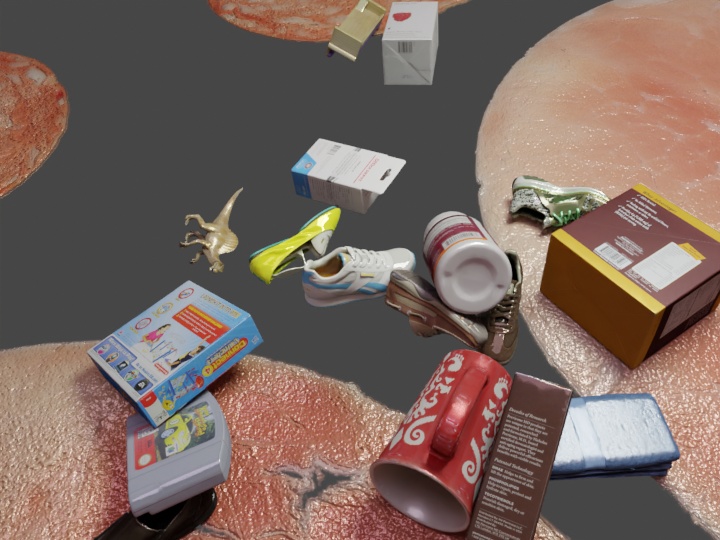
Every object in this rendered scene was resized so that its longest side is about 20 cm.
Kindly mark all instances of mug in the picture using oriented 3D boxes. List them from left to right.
[{"bbox_3d":[0.127,0.202,0.778,0.133,0.177,0.200,43,51,-6],"label":"mug"}]

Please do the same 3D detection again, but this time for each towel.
[{"bbox_3d":[0.303,0.221,0.816,0.199,0.049,0.112,-5,49,3],"label":"towel"}]

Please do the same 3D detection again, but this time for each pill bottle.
[{"bbox_3d":[0.159,-0.021,0.969,0.114,0.115,0.200,-6,21,0],"label":"pill bottle"}]

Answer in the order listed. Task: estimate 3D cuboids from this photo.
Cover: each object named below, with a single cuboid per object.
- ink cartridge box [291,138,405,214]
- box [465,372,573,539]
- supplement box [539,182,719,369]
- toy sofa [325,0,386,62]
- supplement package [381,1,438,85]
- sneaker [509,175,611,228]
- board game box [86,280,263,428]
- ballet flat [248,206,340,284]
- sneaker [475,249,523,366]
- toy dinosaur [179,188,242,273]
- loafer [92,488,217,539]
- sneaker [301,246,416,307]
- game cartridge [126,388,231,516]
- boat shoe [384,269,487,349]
[{"bbox_3d":[-0.020,-0.182,1.208,0.199,0.067,0.116,19,52,22],"label":"ink cartridge box"},{"bbox_3d":[0.192,0.232,0.729,0.075,0.100,0.201,17,77,22],"label":"box"},{"bbox_3d":[0.426,0.001,0.948,0.199,0.133,0.197,-28,50,-19],"label":"supplement box"},{"bbox_3d":[-0.011,-0.630,1.624,0.083,0.098,0.200,28,52,-2],"label":"toy sofa"},{"bbox_3d":[0.125,-0.560,1.506,0.121,0.120,0.201,3,47,10],"label":"supplement package"},{"bbox_3d":[0.359,-0.103,1.106,0.199,0.077,0.089,16,64,26],"label":"sneaker"},{"bbox_3d":[-0.283,0.116,0.929,0.196,0.056,0.200,-38,37,-27],"label":"board game box"},{"bbox_3d":[-0.104,-0.039,1.097,0.200,0.067,0.067,-33,73,-19],"label":"ballet flat"},{"bbox_3d":[0.217,0.052,0.961,0.070,0.076,0.201,7,48,11],"label":"sneaker"},{"bbox_3d":[-0.278,-0.069,1.151,0.101,0.058,0.201,9,55,-6],"label":"toy dinosaur"},{"bbox_3d":[-0.278,0.322,0.765,0.200,0.072,0.073,-36,53,-25],"label":"loafer"},{"bbox_3d":[0.000,0.000,1.029,0.199,0.081,0.077,-17,46,-11],"label":"sneaker"},{"bbox_3d":[-0.243,0.230,0.822,0.133,0.041,0.200,-18,24,-16],"label":"game cartridge"},{"bbox_3d":[0.114,0.071,0.962,0.076,0.072,0.200,10,20,-46],"label":"boat shoe"}]
